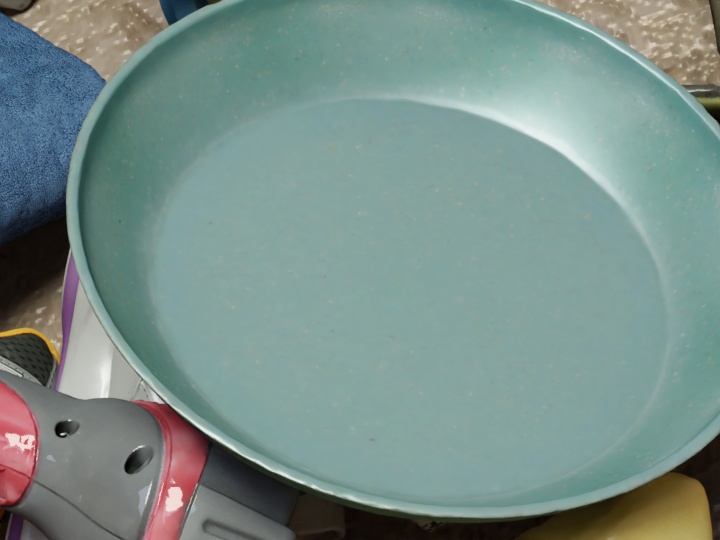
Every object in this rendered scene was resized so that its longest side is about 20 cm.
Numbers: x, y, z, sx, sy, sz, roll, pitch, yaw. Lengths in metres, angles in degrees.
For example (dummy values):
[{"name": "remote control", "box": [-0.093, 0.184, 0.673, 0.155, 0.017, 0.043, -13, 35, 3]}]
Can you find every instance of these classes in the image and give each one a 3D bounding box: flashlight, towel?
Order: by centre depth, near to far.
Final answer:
[{"name": "flashlight", "box": [-0.113, 0.046, 0.729, 0.199, 0.068, 0.068, 20, 55, -3]}, {"name": "towel", "box": [-0.174, -0.028, 0.849, 0.200, 0.049, 0.112, -27, 41, -37]}]

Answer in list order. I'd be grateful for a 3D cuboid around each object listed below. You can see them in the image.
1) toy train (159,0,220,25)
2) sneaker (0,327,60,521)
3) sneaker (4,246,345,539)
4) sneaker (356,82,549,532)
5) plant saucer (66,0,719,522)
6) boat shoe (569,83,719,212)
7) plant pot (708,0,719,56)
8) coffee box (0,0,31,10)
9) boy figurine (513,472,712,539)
[{"name": "toy train", "box": [-0.035, -0.128, 0.841, 0.115, 0.200, 0.085, -14, 72, 16]}, {"name": "sneaker", "box": [-0.183, 0.032, 0.863, 0.200, 0.078, 0.077, 21, 53, 23]}, {"name": "sneaker", "box": [-0.047, 0.038, 0.812, 0.099, 0.075, 0.201, 10, 77, 3]}, {"name": "sneaker", "box": [0.000, 0.000, 0.832, 0.089, 0.077, 0.200, -41, 50, 9]}, {"name": "plant saucer", "box": [0.016, -0.003, 0.743, 0.199, 0.036, 0.200, 6, 48, -7]}, {"name": "boat shoe", "box": [0.155, -0.017, 0.793, 0.200, 0.066, 0.072, 8, 61, 20]}, {"name": "plant pot", "box": [0.182, -0.123, 0.769, 0.174, 0.200, 0.201, -9, 56, 8]}, {"name": "coffee box", "box": [-0.198, -0.234, 0.906, 0.198, 0.200, 0.200, 43, 114, 33]}, {"name": "boy figurine", "box": [0.022, 0.129, 0.703, 0.124, 0.065, 0.200, 27, 63, 27]}]
